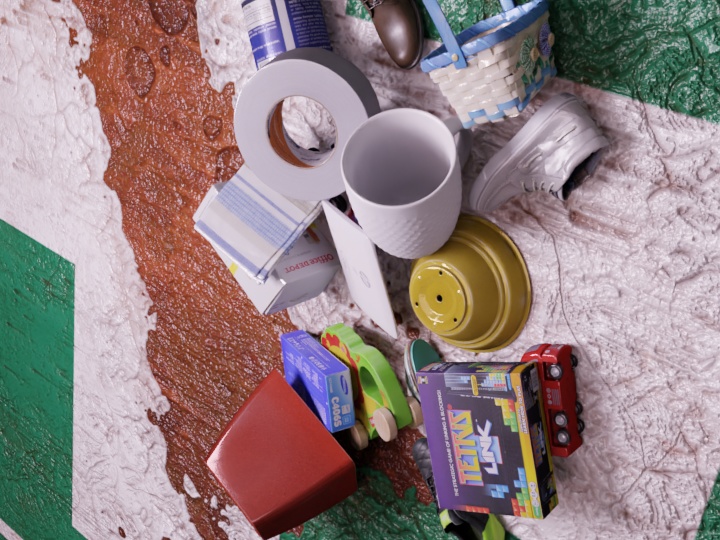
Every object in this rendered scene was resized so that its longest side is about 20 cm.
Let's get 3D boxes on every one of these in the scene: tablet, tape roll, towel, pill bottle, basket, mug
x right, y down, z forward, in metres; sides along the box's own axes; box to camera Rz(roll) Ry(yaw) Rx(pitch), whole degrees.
[{"bbox_3d":[0.000,0.000,1.360,0.130,0.014,0.201,41,157,45],"label":"tablet"},{"bbox_3d":[-0.072,-0.201,1.289,0.198,0.066,0.203,8,119,14],"label":"tape roll"},{"bbox_3d":[-0.136,-0.095,1.377,0.146,0.024,0.201,37,83,16],"label":"towel"},{"bbox_3d":[-0.109,-0.361,1.348,0.115,0.115,0.203,-7,99,42],"label":"pill bottle"},{"bbox_3d":[0.148,-0.290,1.115,0.138,0.176,0.201,-16,112,43],"label":"basket"},{"bbox_3d":[0.078,-0.116,1.217,0.147,0.200,0.176,36,164,26],"label":"mug"}]

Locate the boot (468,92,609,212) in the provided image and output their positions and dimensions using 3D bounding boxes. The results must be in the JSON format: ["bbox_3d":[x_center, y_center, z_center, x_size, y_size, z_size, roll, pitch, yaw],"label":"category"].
[{"bbox_3d":[0.220,-0.119,1.167,0.096,0.073,0.200,56,130,21],"label":"boot"}]

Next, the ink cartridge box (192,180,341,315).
[{"bbox_3d":[-0.143,-0.046,1.459,0.201,0.144,0.084,52,128,15],"label":"ink cartridge box"}]

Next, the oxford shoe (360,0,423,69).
[{"bbox_3d":[0.024,-0.364,1.255,0.072,0.084,0.202,-21,91,41],"label":"oxford shoe"}]

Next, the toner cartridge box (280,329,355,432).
[{"bbox_3d":[-0.070,0.170,1.476,0.200,0.043,0.096,-148,48,-61],"label":"toner cartridge box"}]

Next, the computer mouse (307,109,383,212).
[{"bbox_3d":[-0.009,-0.171,1.373,0.200,0.044,0.110,-37,81,44],"label":"computer mouse"}]

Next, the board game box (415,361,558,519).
[{"bbox_3d":[0.170,0.226,1.262,0.164,0.056,0.203,-5,100,36],"label":"board game box"}]

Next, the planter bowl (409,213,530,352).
[{"bbox_3d":[0.129,0.029,1.289,0.199,0.083,0.203,15,114,37],"label":"planter bowl"}]

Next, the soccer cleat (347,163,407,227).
[{"bbox_3d":[0.019,-0.111,1.337,0.200,0.076,0.067,-51,53,35],"label":"soccer cleat"}]

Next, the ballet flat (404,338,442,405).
[{"bbox_3d":[0.114,0.198,1.373,0.201,0.069,0.071,56,143,9],"label":"ballet flat"}]

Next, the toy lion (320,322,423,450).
[{"bbox_3d":[0.001,0.169,1.429,0.194,0.068,0.200,66,156,7],"label":"toy lion"}]

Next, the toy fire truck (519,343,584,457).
[{"bbox_3d":[0.231,0.196,1.276,0.140,0.049,0.203,0,104,40],"label":"toy fire truck"}]

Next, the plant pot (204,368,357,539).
[{"bbox_3d":[-0.135,0.311,1.490,0.200,0.176,0.200,47,164,19],"label":"plant pot"}]

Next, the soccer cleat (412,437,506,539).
[{"bbox_3d":[0.137,0.337,1.382,0.201,0.081,0.068,53,130,15],"label":"soccer cleat"}]
